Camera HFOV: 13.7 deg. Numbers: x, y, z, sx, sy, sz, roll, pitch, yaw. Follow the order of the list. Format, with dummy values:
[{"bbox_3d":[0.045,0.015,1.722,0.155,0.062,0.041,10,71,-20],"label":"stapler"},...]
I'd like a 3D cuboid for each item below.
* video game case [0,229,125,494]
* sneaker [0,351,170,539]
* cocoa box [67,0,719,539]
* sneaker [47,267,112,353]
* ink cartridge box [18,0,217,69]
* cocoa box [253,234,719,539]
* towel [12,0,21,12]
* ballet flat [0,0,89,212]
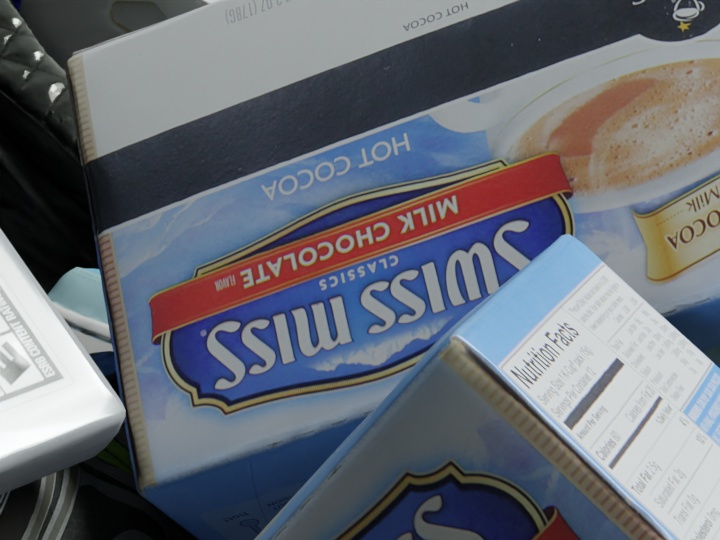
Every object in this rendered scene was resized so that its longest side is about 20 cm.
[{"bbox_3d":[-0.175,-0.014,0.691,0.181,0.023,0.200,-20,68,-45],"label":"video game case"},{"bbox_3d":[-0.084,0.069,0.806,0.083,0.070,0.200,65,16,3],"label":"sneaker"},{"bbox_3d":[0.043,-0.007,0.797,0.133,0.199,0.132,48,26,-60],"label":"cocoa box"},{"bbox_3d":[0.000,0.000,0.937,0.199,0.131,0.080,15,-10,19],"label":"sneaker"},{"bbox_3d":[-0.012,-0.074,1.115,0.144,0.084,0.199,32,25,36],"label":"ink cartridge box"},{"bbox_3d":[0.017,0.113,0.659,0.131,0.200,0.133,43,17,4],"label":"cocoa box"},{"bbox_3d":[-0.122,-0.112,1.211,0.200,0.050,0.148,30,17,-44],"label":"towel"},{"bbox_3d":[-0.109,-0.075,1.034,0.200,0.057,0.067,46,-10,23],"label":"ballet flat"}]
